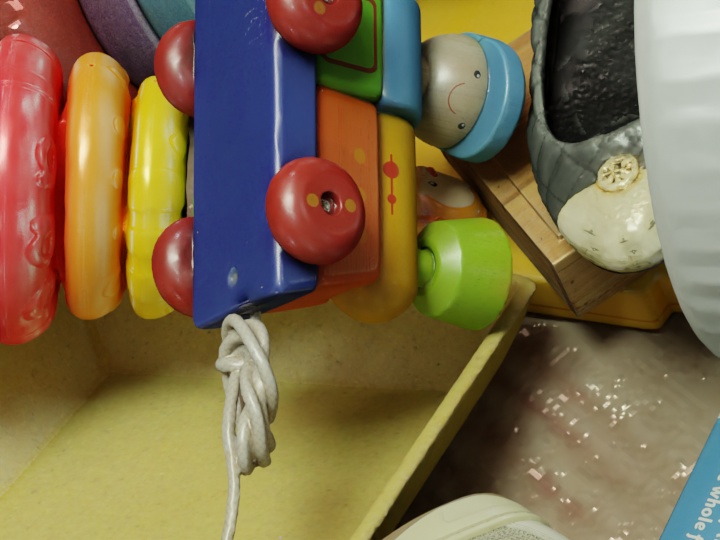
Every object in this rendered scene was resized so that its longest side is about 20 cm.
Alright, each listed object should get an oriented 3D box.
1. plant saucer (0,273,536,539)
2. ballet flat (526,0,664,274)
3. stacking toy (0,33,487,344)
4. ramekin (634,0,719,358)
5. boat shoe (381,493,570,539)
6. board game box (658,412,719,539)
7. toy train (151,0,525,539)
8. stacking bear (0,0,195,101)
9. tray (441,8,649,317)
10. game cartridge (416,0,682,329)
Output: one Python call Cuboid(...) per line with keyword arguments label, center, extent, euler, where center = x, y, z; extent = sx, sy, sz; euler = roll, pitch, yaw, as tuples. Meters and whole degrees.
Cuboid(label="plant saucer", center=(-0.059, 0.067, 0.885), extent=(0.199, 0.049, 0.200), euler=(2, 30, 26))
Cuboid(label="ballet flat", center=(0.082, -0.083, 0.887), extent=(0.066, 0.057, 0.201), euler=(-13, 51, 15))
Cuboid(label="stacking toy", center=(-0.054, -0.026, 0.921), extent=(0.199, 0.110, 0.116), euler=(2, 18, -3))
Cuboid(label="ramekin", center=(0.149, -0.062, 0.783), extent=(0.097, 0.201, 0.201), euler=(-4, 51, 21))
Cuboid(label="boat shoe", center=(0.001, 0.124, 0.735), extent=(0.065, 0.072, 0.200), euler=(21, 32, 40))
Cuboid(label="board game box", center=(0.188, 0.102, 0.779), extent=(0.199, 0.047, 0.151), euler=(12, 59, 32))
Cuboid(label="toy train", center=(0.000, 0.000, 0.850), extent=(0.085, 0.115, 0.201), euler=(-24, 61, 51))
Cuboid(label="stacking bear", center=(-0.031, -0.138, 1.007), extent=(0.199, 0.114, 0.122), euler=(-22, 54, 22))
Cuboid(label="tray", center=(0.130, -0.078, 0.923), extent=(0.200, 0.037, 0.099), euler=(-34, 49, -4))
Cuboid(label="game cartridge", center=(0.078, -0.072, 0.986), extent=(0.176, 0.032, 0.200), euler=(9, 59, 29))
